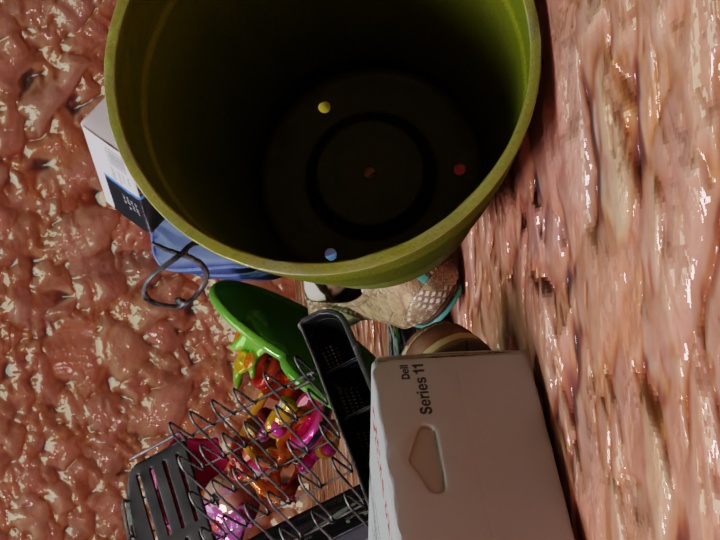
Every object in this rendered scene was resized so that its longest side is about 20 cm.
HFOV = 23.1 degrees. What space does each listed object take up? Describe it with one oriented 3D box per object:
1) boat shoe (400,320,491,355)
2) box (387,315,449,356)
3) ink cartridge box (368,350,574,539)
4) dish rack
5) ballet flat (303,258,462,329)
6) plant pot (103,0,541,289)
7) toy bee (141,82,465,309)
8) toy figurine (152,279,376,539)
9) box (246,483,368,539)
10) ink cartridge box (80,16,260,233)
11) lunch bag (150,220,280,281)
[{"bbox_3d":[0.036,0.104,0.984,0.068,0.072,0.201,52,153,43],"label":"boat shoe"},{"bbox_3d":[0.046,0.096,1.147,0.200,0.035,0.110,-104,11,-62],"label":"box"},{"bbox_3d":[0.051,0.159,0.881,0.147,0.083,0.200,-99,7,-47],"label":"ink cartridge box"},{"bbox_3d":[-0.067,0.135,1.133,0.055,0.200,0.154,50,-166,-52],"label":"dish rack"},{"bbox_3d":[0.000,0.000,1.159,0.071,0.065,0.200,-54,18,-18],"label":"ballet flat"},{"bbox_3d":[-0.006,-0.073,0.885,0.193,0.200,0.201,60,-156,-74],"label":"plant pot"},{"bbox_3d":[-0.043,-0.061,1.042,0.109,0.199,0.131,61,137,34],"label":"toy bee"},{"bbox_3d":[-0.078,0.133,1.291,0.185,0.150,0.200,-61,28,11],"label":"toy figurine"},{"bbox_3d":[-0.008,0.223,1.235,0.106,0.122,0.200,64,175,0],"label":"box"},{"bbox_3d":[-0.070,-0.119,0.974,0.200,0.039,0.100,-51,-15,-17],"label":"ink cartridge box"},{"bbox_3d":[-0.065,-0.063,1.343,0.132,0.199,0.136,-3,-93,-51],"label":"lunch bag"}]
